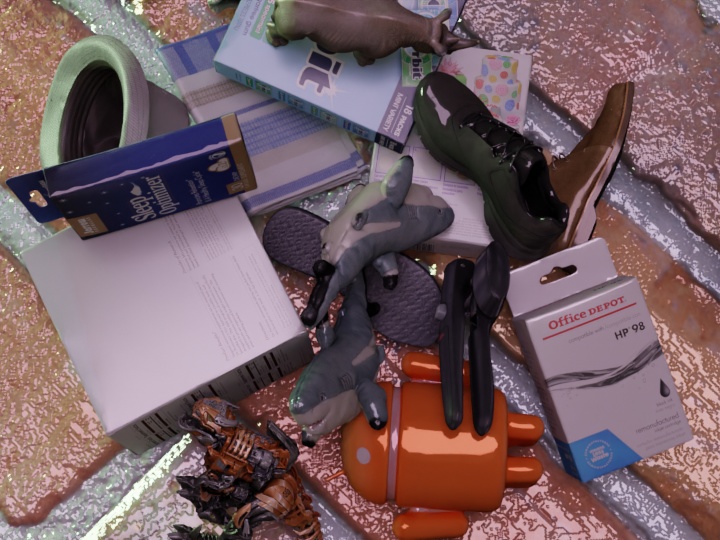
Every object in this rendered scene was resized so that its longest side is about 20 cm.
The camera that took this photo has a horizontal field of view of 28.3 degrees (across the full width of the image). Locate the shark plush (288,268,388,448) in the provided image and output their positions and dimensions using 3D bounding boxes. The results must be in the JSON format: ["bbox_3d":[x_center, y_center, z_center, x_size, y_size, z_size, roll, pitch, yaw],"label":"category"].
[{"bbox_3d":[-0.012,0.066,1.282,0.090,0.083,0.201,-9,46,41],"label":"shark plush"}]

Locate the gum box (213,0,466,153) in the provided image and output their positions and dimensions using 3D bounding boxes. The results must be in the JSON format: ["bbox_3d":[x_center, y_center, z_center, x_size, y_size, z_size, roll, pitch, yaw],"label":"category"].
[{"bbox_3d":[-0.017,-0.232,1.375,0.198,0.045,0.171,23,81,1],"label":"gum box"}]

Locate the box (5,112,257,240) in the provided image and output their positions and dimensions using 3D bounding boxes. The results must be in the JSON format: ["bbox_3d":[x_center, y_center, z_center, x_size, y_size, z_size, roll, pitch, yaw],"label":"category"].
[{"bbox_3d":[-0.191,-0.074,1.223,0.198,0.121,0.033,-15,74,-2],"label":"box"}]

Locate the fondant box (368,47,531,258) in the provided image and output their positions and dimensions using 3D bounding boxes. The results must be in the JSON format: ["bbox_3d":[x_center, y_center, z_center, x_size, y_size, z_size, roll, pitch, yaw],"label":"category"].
[{"bbox_3d":[0.085,-0.120,1.410,0.143,0.058,0.202,8,78,3],"label":"fondant box"}]

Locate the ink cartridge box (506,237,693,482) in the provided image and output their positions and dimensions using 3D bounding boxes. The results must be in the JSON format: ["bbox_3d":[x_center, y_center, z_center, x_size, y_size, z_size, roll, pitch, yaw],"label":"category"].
[{"bbox_3d":[0.217,0.080,1.330,0.115,0.067,0.202,-21,93,-3],"label":"ink cartridge box"}]

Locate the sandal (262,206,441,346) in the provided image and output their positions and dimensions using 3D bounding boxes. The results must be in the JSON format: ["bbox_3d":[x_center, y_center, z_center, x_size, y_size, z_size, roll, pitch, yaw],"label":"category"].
[{"bbox_3d":[0.000,-0.001,1.383,0.199,0.043,0.076,34,97,3],"label":"sandal"}]

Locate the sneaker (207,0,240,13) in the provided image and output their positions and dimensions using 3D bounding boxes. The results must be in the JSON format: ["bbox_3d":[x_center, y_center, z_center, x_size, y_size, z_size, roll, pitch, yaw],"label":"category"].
[{"bbox_3d":[-0.065,-0.267,1.430,0.198,0.077,0.089,13,65,4],"label":"sneaker"}]

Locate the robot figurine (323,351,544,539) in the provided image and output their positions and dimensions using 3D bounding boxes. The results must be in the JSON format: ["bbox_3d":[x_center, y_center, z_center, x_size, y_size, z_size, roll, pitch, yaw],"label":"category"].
[{"bbox_3d":[0.067,0.163,1.313,0.198,0.117,0.145,4,114,2],"label":"robot figurine"}]

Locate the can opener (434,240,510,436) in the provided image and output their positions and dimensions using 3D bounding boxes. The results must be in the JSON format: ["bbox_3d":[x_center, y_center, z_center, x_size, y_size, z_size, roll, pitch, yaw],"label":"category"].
[{"bbox_3d":[0.096,0.063,1.297,0.063,0.079,0.201,11,50,0],"label":"can opener"}]

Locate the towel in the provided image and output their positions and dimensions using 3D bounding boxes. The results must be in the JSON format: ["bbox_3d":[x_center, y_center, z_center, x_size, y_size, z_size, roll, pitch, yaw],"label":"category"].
[{"bbox_3d":[-0.098,-0.155,1.413,0.146,0.024,0.201,-24,76,-31],"label":"towel"}]

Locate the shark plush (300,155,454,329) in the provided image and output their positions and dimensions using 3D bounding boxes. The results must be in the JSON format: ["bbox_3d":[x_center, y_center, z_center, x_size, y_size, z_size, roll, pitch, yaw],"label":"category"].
[{"bbox_3d":[0.015,-0.022,1.282,0.083,0.091,0.200,49,41,-11],"label":"shark plush"}]

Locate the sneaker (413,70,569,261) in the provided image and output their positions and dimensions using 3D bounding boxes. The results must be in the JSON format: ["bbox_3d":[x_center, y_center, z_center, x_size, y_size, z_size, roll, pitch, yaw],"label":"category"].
[{"bbox_3d":[0.128,-0.107,1.324,0.076,0.091,0.200,-39,90,-25],"label":"sneaker"}]

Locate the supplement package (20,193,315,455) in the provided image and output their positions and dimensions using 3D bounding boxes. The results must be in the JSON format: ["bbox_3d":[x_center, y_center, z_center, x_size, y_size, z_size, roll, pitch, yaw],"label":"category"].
[{"bbox_3d":[-0.174,0.036,1.331,0.199,0.147,0.192,-27,76,-5],"label":"supplement package"}]

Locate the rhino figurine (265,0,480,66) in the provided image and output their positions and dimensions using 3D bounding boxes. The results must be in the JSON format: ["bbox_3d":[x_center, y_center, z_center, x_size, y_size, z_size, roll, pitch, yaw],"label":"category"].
[{"bbox_3d":[0.012,-0.222,1.308,0.198,0.087,0.060,10,82,-1],"label":"rhino figurine"}]

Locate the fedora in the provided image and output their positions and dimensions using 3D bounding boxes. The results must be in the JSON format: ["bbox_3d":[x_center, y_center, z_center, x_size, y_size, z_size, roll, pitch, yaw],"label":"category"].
[{"bbox_3d":[-0.227,-0.130,1.378,0.090,0.199,0.179,8,99,-36],"label":"fedora"}]

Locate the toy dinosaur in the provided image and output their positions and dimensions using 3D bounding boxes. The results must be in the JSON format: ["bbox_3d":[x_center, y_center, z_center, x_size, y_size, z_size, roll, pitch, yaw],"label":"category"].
[{"bbox_3d":[-0.100,0.204,1.294,0.135,0.102,0.201,-34,94,16],"label":"toy dinosaur"}]

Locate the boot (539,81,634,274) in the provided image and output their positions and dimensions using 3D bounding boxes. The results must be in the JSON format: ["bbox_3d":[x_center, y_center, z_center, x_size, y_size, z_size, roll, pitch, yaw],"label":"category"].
[{"bbox_3d":[0.213,-0.102,1.400,0.075,0.074,0.202,21,81,12],"label":"boot"}]
